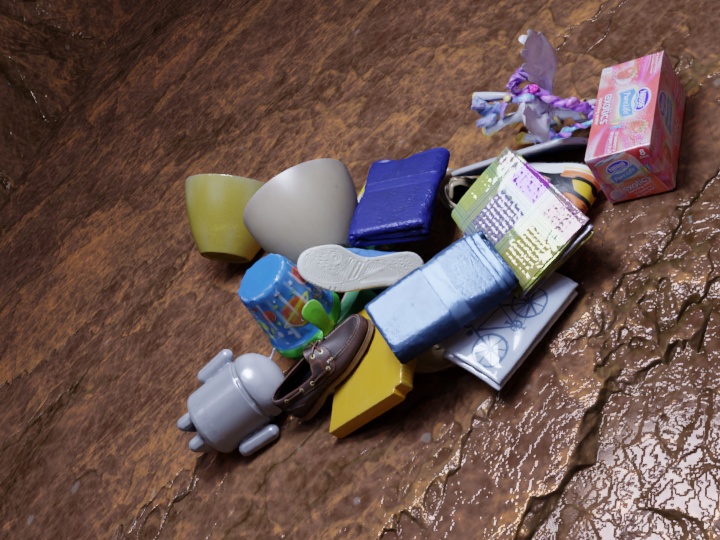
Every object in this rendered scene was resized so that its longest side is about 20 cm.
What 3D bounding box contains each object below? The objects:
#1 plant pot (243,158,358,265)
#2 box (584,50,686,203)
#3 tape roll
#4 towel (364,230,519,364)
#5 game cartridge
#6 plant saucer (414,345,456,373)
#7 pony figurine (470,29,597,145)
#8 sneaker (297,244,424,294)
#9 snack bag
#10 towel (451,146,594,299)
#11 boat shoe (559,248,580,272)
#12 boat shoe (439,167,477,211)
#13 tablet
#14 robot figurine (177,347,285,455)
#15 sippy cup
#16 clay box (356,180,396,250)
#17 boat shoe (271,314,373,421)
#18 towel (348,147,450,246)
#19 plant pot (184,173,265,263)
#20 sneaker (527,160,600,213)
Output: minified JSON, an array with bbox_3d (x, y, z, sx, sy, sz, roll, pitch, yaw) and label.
[{"bbox_3d":[-0.079,-0.071,1.567,0.199,0.200,0.135,-35,69,12],"label":"plant pot"},{"bbox_3d":[0.402,-0.208,1.356,0.102,0.095,0.201,-11,45,38],"label":"box"},{"bbox_3d":[-0.065,0.061,1.589,0.199,0.048,0.202,-27,37,23],"label":"tape roll"},{"bbox_3d":[0.112,0.037,1.283,0.199,0.049,0.112,-33,55,2],"label":"towel"},{"bbox_3d":[0.024,0.129,1.386,0.176,0.032,0.202,-38,34,42],"label":"game cartridge"},{"bbox_3d":[0.132,0.075,1.378,0.199,0.035,0.201,-28,36,22],"label":"plant saucer"},{"bbox_3d":[0.274,-0.263,1.479,0.199,0.192,0.169,-4,72,46],"label":"pony figurine"},{"bbox_3d":[0.000,0.001,1.490,0.197,0.111,0.078,-1,84,-1],"label":"sneaker"},{"bbox_3d":[0.171,0.050,1.302,0.199,0.021,0.189,29,70,35],"label":"snack bag"},{"bbox_3d":[0.221,-0.067,1.312,0.144,0.023,0.200,-49,50,14],"label":"towel"},{"bbox_3d":[0.240,-0.047,1.367,0.072,0.073,0.199,-32,36,-30],"label":"boat shoe"},{"bbox_3d":[0.171,-0.129,1.536,0.071,0.065,0.200,-41,34,3],"label":"boat shoe"},{"bbox_3d":[0.255,-0.178,1.475,0.198,0.130,0.014,-13,88,37],"label":"tablet"},{"bbox_3d":[-0.196,0.212,1.500,0.199,0.113,0.170,-39,74,7],"label":"robot figurine"},{"bbox_3d":[-0.123,0.048,1.503,0.177,0.130,0.141,-20,39,31],"label":"sippy cup"},{"bbox_3d":[0.035,-0.102,1.664,0.114,0.048,0.201,0,53,46],"label":"clay box"},{"bbox_3d":[-0.059,0.143,1.415,0.201,0.070,0.071,-54,23,16],"label":"boat shoe"},{"bbox_3d":[0.067,-0.116,1.531,0.146,0.050,0.201,-10,39,26],"label":"towel"},{"bbox_3d":[-0.260,-0.094,1.864,0.199,0.199,0.144,-3,76,44],"label":"plant pot"},{"bbox_3d":[0.264,-0.111,1.415,0.199,0.070,0.090,1,51,45],"label":"sneaker"}]
